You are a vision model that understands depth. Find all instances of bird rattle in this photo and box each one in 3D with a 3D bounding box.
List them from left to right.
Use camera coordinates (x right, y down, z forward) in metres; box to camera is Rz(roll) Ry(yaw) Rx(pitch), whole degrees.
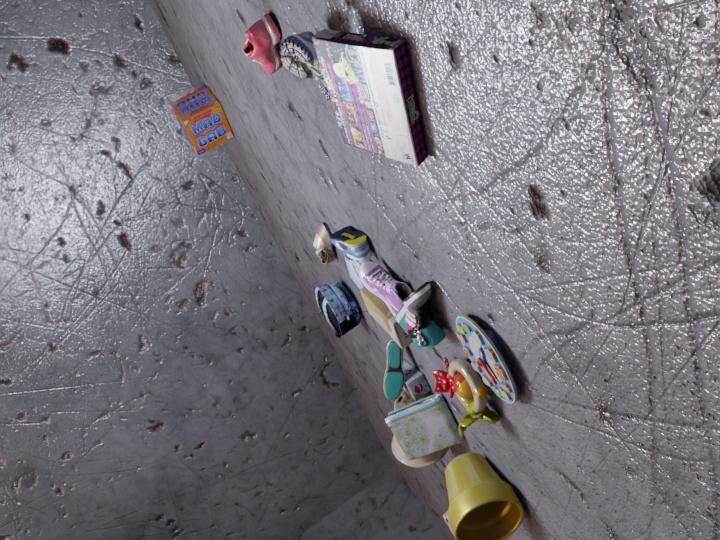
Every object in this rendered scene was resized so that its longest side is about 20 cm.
[{"bbox_3d":[0.249,0.272,1.322,0.165,0.111,0.201,91,161,-47],"label":"bird rattle"}]

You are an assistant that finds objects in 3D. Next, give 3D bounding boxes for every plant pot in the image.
[{"bbox_3d":[0.186,0.505,1.863,0.200,0.198,0.186,40,147,56],"label":"plant pot"},{"bbox_3d":[0.324,0.624,1.571,0.190,0.198,0.203,-110,-3,-58],"label":"plant pot"}]

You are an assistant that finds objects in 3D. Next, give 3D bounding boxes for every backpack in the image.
[{"bbox_3d":[-0.094,0.127,2.183,0.183,0.133,0.201,49,165,41],"label":"backpack"}]

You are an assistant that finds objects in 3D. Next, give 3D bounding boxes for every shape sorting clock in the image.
[{"bbox_3d":[0.250,0.180,1.144,0.201,0.039,0.201,56,167,20],"label":"shape sorting clock"}]

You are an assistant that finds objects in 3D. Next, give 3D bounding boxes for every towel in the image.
[{"bbox_3d":[0.195,0.485,1.744,0.173,0.198,0.048,61,-165,-17],"label":"towel"}]

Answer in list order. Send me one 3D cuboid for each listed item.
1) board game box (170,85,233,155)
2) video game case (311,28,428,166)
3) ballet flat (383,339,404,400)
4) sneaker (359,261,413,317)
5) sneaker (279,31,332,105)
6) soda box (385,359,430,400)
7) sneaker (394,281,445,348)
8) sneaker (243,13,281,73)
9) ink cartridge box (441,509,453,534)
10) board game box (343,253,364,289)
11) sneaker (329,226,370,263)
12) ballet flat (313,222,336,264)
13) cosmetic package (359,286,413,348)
[{"bbox_3d":[-0.770,-0.732,2.752,0.200,0.198,0.201,50,164,38],"label":"board game box"},{"bbox_3d":[0.017,-0.279,0.914,0.180,0.036,0.202,26,148,39],"label":"video game case"},{"bbox_3d":[0.111,0.311,1.806,0.069,0.068,0.204,-149,61,-65],"label":"ballet flat"},{"bbox_3d":[0.075,0.033,1.459,0.200,0.072,0.115,45,160,17],"label":"sneaker"},{"bbox_3d":[-0.044,-0.361,1.012,0.199,0.085,0.077,40,142,-1],"label":"sneaker"},{"bbox_3d":[0.156,0.356,1.877,0.069,0.063,0.200,62,168,-16],"label":"soda box"},{"bbox_3d":[0.149,0.114,1.302,0.121,0.083,0.201,49,158,14],"label":"sneaker"},{"bbox_3d":[-0.244,-0.534,1.356,0.074,0.086,0.200,59,168,6],"label":"sneaker"},{"bbox_3d":[0.437,1.109,2.458,0.148,0.085,0.201,55,168,19],"label":"ink cartridge box"},{"bbox_3d":[0.000,0.000,1.740,0.152,0.036,0.201,51,165,35],"label":"board game box"},{"bbox_3d":[-0.030,-0.071,1.613,0.083,0.073,0.200,62,169,-25],"label":"sneaker"},{"bbox_3d":[-0.130,-0.086,1.992,0.068,0.067,0.201,50,164,34],"label":"ballet flat"},{"bbox_3d":[0.083,0.118,1.597,0.200,0.070,0.106,43,160,52],"label":"cosmetic package"}]
